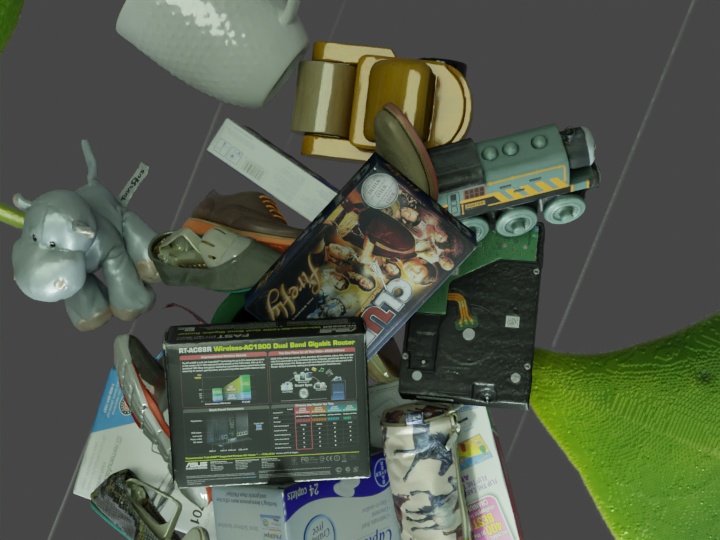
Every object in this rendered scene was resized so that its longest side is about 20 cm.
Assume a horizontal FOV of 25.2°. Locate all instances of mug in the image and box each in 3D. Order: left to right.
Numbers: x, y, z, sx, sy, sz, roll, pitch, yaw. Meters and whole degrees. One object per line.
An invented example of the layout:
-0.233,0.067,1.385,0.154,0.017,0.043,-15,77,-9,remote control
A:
-0.137,-0.277,1.714,0.175,0.148,0.200,37,130,-1,mug

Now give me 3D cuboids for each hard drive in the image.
0.119,0.043,1.709,0.139,0.038,0.201,4,74,9,hard drive

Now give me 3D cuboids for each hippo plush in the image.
-0.290,-0.028,1.743,0.159,0.161,0.201,21,93,10,hippo plush

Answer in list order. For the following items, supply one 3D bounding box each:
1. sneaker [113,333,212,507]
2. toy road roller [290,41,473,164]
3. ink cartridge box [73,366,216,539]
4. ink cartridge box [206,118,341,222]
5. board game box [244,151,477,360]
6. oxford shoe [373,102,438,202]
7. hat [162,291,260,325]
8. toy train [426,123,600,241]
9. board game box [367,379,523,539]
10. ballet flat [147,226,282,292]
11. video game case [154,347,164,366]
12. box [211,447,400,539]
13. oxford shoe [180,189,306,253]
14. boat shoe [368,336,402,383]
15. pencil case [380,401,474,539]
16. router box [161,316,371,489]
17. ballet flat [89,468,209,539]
-0.187,0.146,1.679,0.082,0.077,0.201,-28,82,-21,sneaker
0.020,-0.177,1.700,0.199,0.146,0.124,7,90,10,toy road roller
-0.188,0.200,1.743,0.199,0.086,0.147,17,91,11,ink cartridge box
-0.065,-0.088,1.740,0.200,0.094,0.044,35,94,9,ink cartridge box
0.000,0.000,1.594,0.135,0.035,0.200,37,107,-18,board game box
0.034,-0.071,1.613,0.075,0.070,0.201,-25,125,-17,oxford shoe
-0.097,0.094,1.734,0.165,0.176,0.201,-16,82,-15,hat
0.153,-0.093,1.672,0.199,0.114,0.086,-13,56,-1,toy train
0.078,0.210,1.737,0.152,0.040,0.201,-14,87,9,board game box
-0.158,-0.015,1.680,0.067,0.200,0.064,-47,118,-30,ballet flat
-0.180,0.191,1.793,0.200,0.018,0.143,43,97,8,video game case
-0.048,0.298,1.663,0.105,0.184,0.201,-2,96,39,box
-0.108,-0.051,1.729,0.199,0.071,0.073,13,69,37,oxford shoe
-0.030,0.053,1.747,0.063,0.073,0.200,-46,69,17,boat shoe
0.077,0.236,1.666,0.089,0.078,0.201,-8,95,41,pencil case
-0.090,0.128,1.581,0.199,0.062,0.151,-3,105,-3,router box
-0.196,0.275,1.652,0.200,0.072,0.072,42,96,22,ballet flat
